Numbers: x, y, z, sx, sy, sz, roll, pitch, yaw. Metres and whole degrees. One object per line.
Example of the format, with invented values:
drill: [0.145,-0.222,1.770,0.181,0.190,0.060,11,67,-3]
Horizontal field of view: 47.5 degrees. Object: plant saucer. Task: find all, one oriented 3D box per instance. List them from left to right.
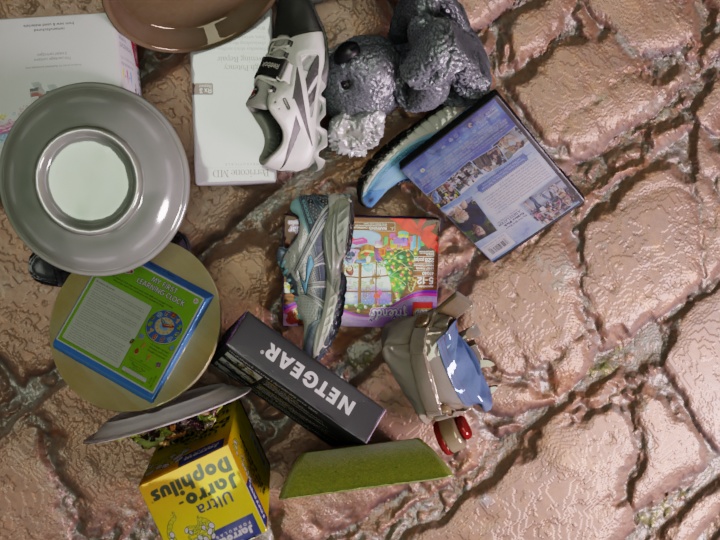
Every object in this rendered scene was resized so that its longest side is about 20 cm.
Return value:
plant saucer: [-0.278,-0.092,0.845,0.196,0.050,0.204,-1,97,-6]
plant saucer: [-0.172,-0.306,0.847,0.197,0.201,0.030,-23,68,-3]
plant saucer: [0.000,0.237,0.990,0.196,0.200,0.049,-6,78,-5]

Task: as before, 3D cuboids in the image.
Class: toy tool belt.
toy tool belt: [0.116,0.128,0.998,0.121,0.125,0.202,-26,112,13]

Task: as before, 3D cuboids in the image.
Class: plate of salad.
plate of salad: [-0.220,0.175,0.949,0.197,0.200,0.049,-15,90,-4]

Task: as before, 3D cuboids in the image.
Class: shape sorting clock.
shape sorting clock: [-0.255,0.059,0.930,0.196,0.039,0.204,-1,75,5]

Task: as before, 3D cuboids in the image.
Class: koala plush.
koala plush: [0.034,-0.231,0.941,0.198,0.183,0.180,-26,65,22]

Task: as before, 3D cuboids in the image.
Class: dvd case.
dvd case: [0.160,-0.106,0.981,0.142,0.018,0.200,-35,124,22]

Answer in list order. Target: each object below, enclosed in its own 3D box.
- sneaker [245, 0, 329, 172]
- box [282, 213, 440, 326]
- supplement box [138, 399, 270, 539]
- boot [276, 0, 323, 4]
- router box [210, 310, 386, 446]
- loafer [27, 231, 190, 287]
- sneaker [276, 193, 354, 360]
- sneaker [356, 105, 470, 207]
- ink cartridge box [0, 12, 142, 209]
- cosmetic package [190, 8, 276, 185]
sneaker: [-0.086,-0.211,0.916,0.087,0.074,0.204,-9,99,-37]
box: [0.000,0.000,1.033,0.196,0.039,0.140,0,97,-6]
supplement box: [-0.176,0.241,0.962,0.107,0.200,0.111,-24,98,-3]
boot: [-0.011,-0.365,0.963,0.197,0.096,0.075,-24,98,-2]
router box: [-0.081,0.136,0.982,0.199,0.149,0.051,36,69,-8]
loafer: [-0.307,-0.019,0.989,0.196,0.063,0.073,-7,95,-5]
sneaker: [-0.059,0.007,0.981,0.085,0.078,0.204,8,89,6]
sneaker: [0.083,-0.136,1.008,0.199,0.078,0.091,-36,102,-1]
ink cartridge box: [-0.325,-0.173,0.929,0.142,0.145,0.204,-4,97,-6]
cosmetic package: [-0.150,-0.205,0.980,0.100,0.074,0.204,-3,95,-5]
